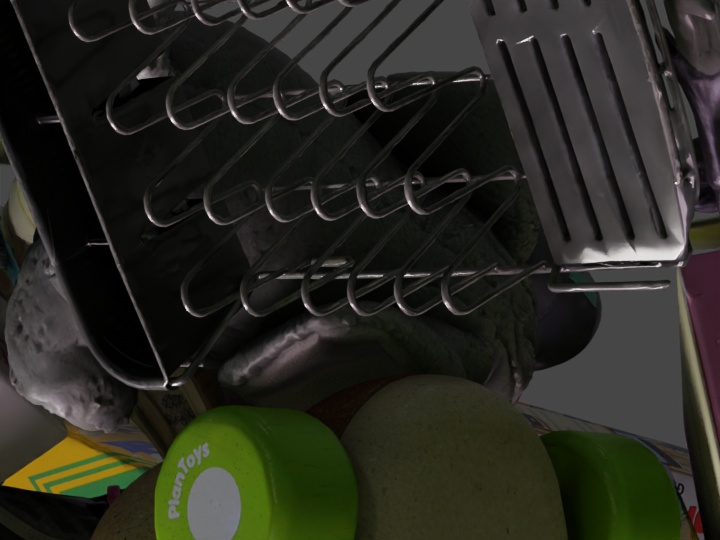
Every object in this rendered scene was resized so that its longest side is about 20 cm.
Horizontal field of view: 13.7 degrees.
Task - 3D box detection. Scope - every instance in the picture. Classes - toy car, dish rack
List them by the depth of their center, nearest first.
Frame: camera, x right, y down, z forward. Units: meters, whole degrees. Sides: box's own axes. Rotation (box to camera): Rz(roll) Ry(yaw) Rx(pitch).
[{"bbox_3d":[-0.012,-0.050,0.752,0.199,0.054,0.154,-2,117,44],"label":"dish rack"},{"bbox_3d":[-0.031,0.114,0.876,0.164,0.159,0.199,8,170,-44],"label":"toy car"}]

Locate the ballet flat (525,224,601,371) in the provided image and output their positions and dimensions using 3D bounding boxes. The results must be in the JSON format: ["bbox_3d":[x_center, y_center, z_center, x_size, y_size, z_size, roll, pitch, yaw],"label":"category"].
[{"bbox_3d":[0.007,0.015,1.058,0.073,0.074,0.199,28,157,-38],"label":"ballet flat"}]

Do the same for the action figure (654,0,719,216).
[{"bbox_3d":[0.135,-0.036,0.725,0.118,0.103,0.200,-11,-152,-8],"label":"action figure"}]

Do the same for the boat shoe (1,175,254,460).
[{"bbox_3d":[-0.047,0.034,1.017,0.200,0.073,0.063,52,144,11],"label":"boat shoe"}]

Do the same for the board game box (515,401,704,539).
[{"bbox_3d":[0.062,0.078,1.181,0.199,0.047,0.152,16,-179,-3],"label":"board game box"}]

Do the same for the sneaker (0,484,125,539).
[{"bbox_3d":[-0.048,0.087,1.067,0.198,0.088,0.074,9,-176,-5],"label":"sneaker"}]

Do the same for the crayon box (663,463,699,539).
[{"bbox_3d":[0.105,0.180,1.004,0.058,0.201,0.173,-12,-175,2],"label":"crayon box"}]

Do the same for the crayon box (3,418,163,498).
[{"bbox_3d":[-0.070,0.095,1.240,0.125,0.052,0.199,4,-170,-45],"label":"crayon box"}]

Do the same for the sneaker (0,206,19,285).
[{"bbox_3d":[-0.129,0.002,1.143,0.086,0.078,0.200,-4,165,27],"label":"sneaker"}]

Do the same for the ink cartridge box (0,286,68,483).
[{"bbox_3d":[-0.163,0.005,0.940,0.067,0.201,0.116,-34,144,6],"label":"ink cartridge box"}]

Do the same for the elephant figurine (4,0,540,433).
[{"bbox_3d":[0.000,0.000,0.918,0.199,0.142,0.155,19,-176,-5],"label":"elephant figurine"}]

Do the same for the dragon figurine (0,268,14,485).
[{"bbox_3d":[-0.140,0.045,1.071,0.099,0.059,0.200,-32,162,23],"label":"dragon figurine"}]

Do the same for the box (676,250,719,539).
[{"bbox_3d":[0.166,0.099,0.967,0.096,0.177,0.200,-11,160,2],"label":"box"}]
